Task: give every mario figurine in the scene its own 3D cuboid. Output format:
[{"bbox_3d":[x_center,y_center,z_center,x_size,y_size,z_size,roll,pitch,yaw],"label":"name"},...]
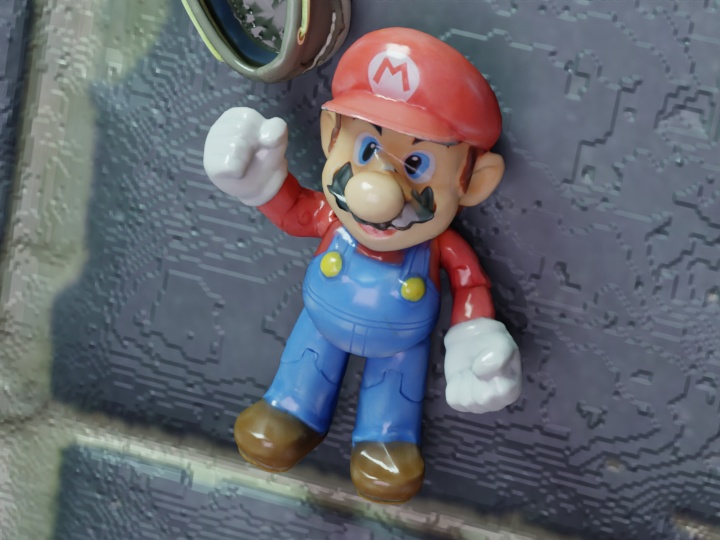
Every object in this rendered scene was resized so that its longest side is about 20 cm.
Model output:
[{"bbox_3d":[0.000,0.000,1.018,0.123,0.106,0.201,-2,118,-25],"label":"mario figurine"}]

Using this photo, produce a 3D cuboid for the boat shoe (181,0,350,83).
[{"bbox_3d":[-0.058,-0.173,1.015,0.072,0.060,0.203,-16,100,18],"label":"boat shoe"}]
